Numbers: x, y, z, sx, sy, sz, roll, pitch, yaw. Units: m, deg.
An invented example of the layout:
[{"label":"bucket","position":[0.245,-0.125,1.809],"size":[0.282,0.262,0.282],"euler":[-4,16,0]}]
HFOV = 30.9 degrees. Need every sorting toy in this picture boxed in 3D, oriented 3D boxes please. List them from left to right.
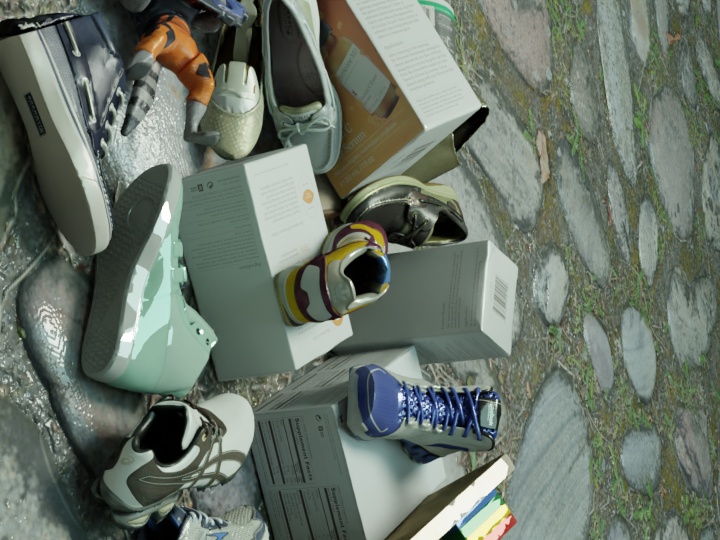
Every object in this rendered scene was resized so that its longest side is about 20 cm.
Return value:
[{"label":"sorting toy","position":[0.054,0.292,1.306],"size":[0.198,0.200,0.070],"euler":[-33,85,-41]}]

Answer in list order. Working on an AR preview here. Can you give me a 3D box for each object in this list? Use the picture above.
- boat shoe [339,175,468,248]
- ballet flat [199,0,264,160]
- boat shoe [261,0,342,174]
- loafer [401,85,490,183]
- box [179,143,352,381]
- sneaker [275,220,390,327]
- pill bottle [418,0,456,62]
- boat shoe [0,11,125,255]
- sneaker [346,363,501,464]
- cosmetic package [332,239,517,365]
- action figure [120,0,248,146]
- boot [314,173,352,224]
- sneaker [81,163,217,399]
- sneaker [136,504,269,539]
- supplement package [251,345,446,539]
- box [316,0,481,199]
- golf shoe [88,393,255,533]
[{"label":"boat shoe","position":[0.058,-0.059,1.440],"size":[0.199,0.073,0.065],"euler":[-6,54,-50]},{"label":"ballet flat","position":[-0.127,-0.206,1.312],"size":[0.063,0.067,0.202],"euler":[102,-9,-58]},{"label":"boat shoe","position":[-0.064,-0.188,1.306],"size":[0.065,0.073,0.204],"euler":[-69,155,-63]},{"label":"loafer","position":[0.079,-0.143,1.499],"size":[0.201,0.069,0.075],"euler":[-52,146,-18]},{"label":"box","position":[-0.096,-0.009,1.282],"size":[0.124,0.096,0.203],"euler":[-27,105,-60]},{"label":"sneaker","position":[0.000,0.000,1.259],"size":[0.200,0.089,0.076],"euler":[-42,118,-57]},{"label":"pill bottle","position":[0.065,-0.230,1.619],"size":[0.113,0.112,0.203],"euler":[22,64,-57]},{"label":"boat shoe","position":[-0.227,-0.121,1.086],"size":[0.092,0.074,0.202],"euler":[-26,105,-40]},{"label":"sneaker","position":[0.076,0.138,1.305],"size":[0.199,0.114,0.082],"euler":[32,52,-53]},{"label":"cosmetic package","position":[0.068,0.042,1.458],"size":[0.081,0.198,0.114],"euler":[38,53,-49]},{"label":"action figure","position":[-0.197,-0.228,1.179],"size":[0.199,0.104,0.195],"euler":[30,40,-41]},{"label":"boot","position":[-0.056,-0.122,1.430],"size":[0.199,0.070,0.148],"euler":[-11,85,-62]},{"label":"sneaker","position":[-0.174,0.014,1.157],"size":[0.118,0.073,0.203],"euler":[30,66,-47]},{"label":"sneaker","position":[-0.148,0.240,1.145],"size":[0.200,0.076,0.086],"euler":[-28,102,-60]},{"label":"supplement package","position":[-0.011,0.187,1.367],"size":[0.200,0.110,0.158],"euler":[-28,107,-59]},{"label":"box","position":[0.003,-0.207,1.380],"size":[0.106,0.152,0.201],"euler":[-26,82,-45]},{"label":"golf shoe","position":[-0.144,0.146,1.126],"size":[0.200,0.077,0.095],"euler":[-37,158,-54]}]
